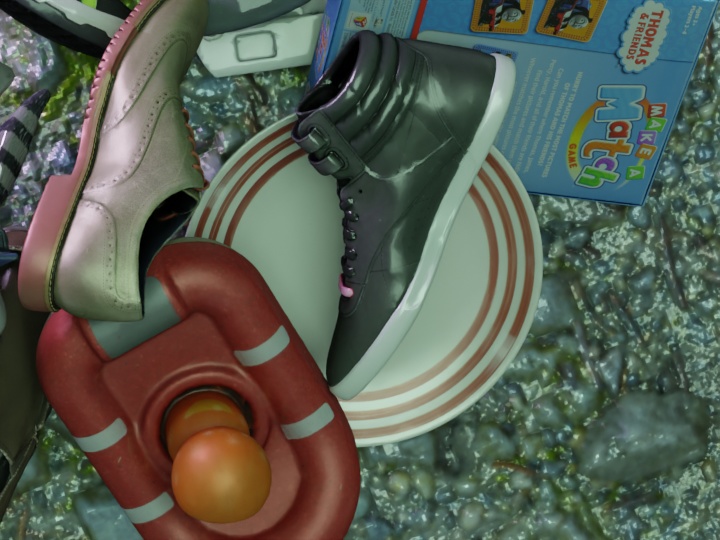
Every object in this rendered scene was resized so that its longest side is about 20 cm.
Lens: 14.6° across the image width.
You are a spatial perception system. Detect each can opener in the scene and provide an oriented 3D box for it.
[{"bbox_3d":[0.004,-0.143,1.525,0.199,0.067,0.054,-8,94,-3],"label":"can opener"}]

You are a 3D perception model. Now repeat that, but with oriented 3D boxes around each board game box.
[{"bbox_3d":[0.076,-0.109,1.511,0.199,0.037,0.152,7,132,-11],"label":"board game box"}]

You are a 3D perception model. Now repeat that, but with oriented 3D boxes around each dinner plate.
[{"bbox_3d":[0.000,0.000,1.532,0.199,0.024,0.201,-3,111,-9],"label":"dinner plate"}]

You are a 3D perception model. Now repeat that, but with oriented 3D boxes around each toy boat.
[{"bbox_3d":[-0.077,0.090,1.465,0.130,0.131,0.200,-29,118,4],"label":"toy boat"}]

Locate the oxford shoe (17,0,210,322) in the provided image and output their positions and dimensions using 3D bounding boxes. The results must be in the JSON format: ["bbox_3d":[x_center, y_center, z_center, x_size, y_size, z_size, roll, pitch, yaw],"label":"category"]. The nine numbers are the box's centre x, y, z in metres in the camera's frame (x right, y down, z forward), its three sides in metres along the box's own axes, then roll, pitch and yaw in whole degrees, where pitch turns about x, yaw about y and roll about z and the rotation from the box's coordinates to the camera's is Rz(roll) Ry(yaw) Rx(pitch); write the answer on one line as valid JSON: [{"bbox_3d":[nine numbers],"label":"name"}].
[{"bbox_3d":[-0.107,-0.059,1.444,0.075,0.071,0.201,15,68,11],"label":"oxford shoe"}]

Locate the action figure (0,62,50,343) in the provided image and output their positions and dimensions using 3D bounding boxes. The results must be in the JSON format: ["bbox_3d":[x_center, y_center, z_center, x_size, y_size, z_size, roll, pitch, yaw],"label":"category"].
[{"bbox_3d":[-0.199,-0.013,1.426,0.104,0.200,0.194,12,75,-37],"label":"action figure"}]

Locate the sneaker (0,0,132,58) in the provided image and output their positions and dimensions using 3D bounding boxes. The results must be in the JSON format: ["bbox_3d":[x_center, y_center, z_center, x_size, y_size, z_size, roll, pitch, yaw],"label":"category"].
[{"bbox_3d":[-0.184,-0.188,1.489,0.200,0.072,0.083,34,83,-10],"label":"sneaker"}]

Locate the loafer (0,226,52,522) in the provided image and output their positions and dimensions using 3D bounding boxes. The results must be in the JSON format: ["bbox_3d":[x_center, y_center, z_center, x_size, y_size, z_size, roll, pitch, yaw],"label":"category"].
[{"bbox_3d":[-0.195,0.076,1.493,0.073,0.071,0.201,14,89,-10],"label":"loafer"}]

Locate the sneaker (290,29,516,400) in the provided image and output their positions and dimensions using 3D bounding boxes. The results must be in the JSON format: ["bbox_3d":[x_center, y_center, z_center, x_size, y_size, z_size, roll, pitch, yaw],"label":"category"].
[{"bbox_3d":[-0.002,-0.036,1.473,0.099,0.071,0.201,21,100,-13],"label":"sneaker"}]
